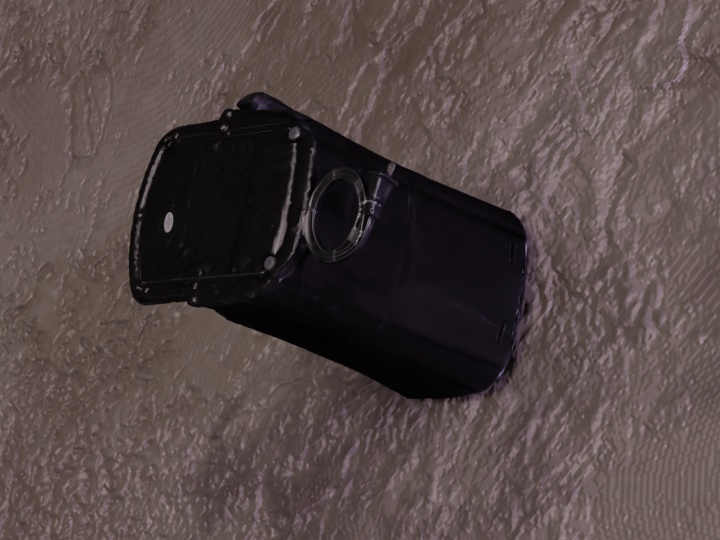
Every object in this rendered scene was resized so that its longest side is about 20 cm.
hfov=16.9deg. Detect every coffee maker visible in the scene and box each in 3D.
[{"bbox_3d":[0.000,0.000,1.365,0.192,0.200,0.135,29,95,48],"label":"coffee maker"}]
